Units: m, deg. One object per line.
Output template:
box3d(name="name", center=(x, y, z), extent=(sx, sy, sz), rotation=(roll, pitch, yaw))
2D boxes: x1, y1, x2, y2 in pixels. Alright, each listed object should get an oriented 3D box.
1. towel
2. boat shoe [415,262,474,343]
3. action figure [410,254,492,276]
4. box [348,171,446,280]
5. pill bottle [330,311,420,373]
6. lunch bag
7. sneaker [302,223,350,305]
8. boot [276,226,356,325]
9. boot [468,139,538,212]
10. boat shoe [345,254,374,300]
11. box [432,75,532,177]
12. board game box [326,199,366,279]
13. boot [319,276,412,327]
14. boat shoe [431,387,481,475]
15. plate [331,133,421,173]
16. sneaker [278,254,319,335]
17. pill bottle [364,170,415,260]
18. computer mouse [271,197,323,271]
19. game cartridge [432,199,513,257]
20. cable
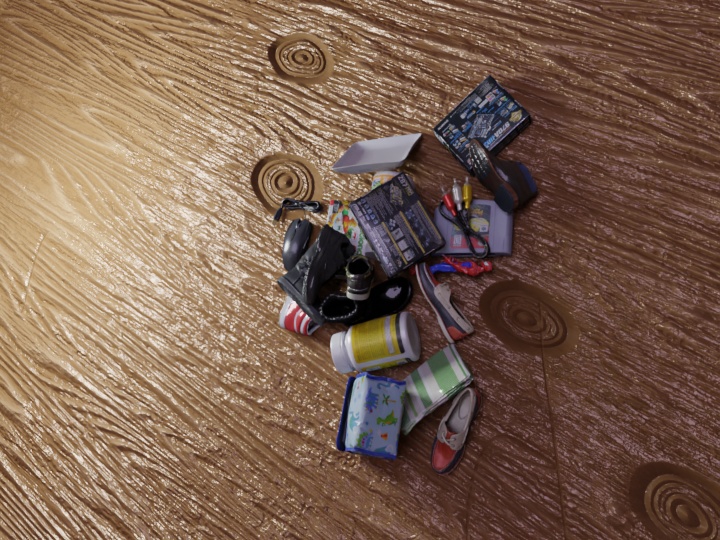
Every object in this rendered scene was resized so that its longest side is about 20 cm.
box3d(name="towel", center=(0.155, 0.263, 1.576), extent=(0.199, 0.023, 0.153), rotation=(-41, 26, 9))
box3d(name="boat shoe", center=(0.192, 0.067, 1.614), extent=(0.062, 0.071, 0.204), rotation=(-29, 84, 22))
box3d(name="action figure", center=(0.216, -0.011, 1.651), extent=(0.195, 0.065, 0.053), rotation=(4, 91, 25))
box3d(name="box", center=(0.085, -0.106, 1.639), extent=(0.159, 0.049, 0.203), rotation=(-31, 80, -5))
box3d(name="pill bottle", center=(0.035, 0.175, 1.645), extent=(0.195, 0.114, 0.118), rotation=(-15, 69, 18))
box3d(name="lunch bag", center=(0.018, 0.328, 1.572), extent=(0.124, 0.200, 0.175), rotation=(13, 75, -9))
box3d(name="sneaker", center=(-0.080, -0.009, 1.661), extent=(0.089, 0.076, 0.205), rotation=(21, 72, -6))
box3d(name="boot", center=(-0.084, 0.011, 1.724), extent=(0.165, 0.066, 0.200), rotation=(43, 72, 13))
box3d(name="boot", center=(0.336, -0.233, 1.654), extent=(0.095, 0.075, 0.203), rotation=(-18, 69, -26))
box3d(name="boat shoe", center=(0.000, 0.000, 1.642), extent=(0.069, 0.202, 0.062), rotation=(2, 113, 0))
box3d(name="box", center=(0.300, -0.359, 1.729), extent=(0.199, 0.046, 0.160), rotation=(-42, 63, 7))
box3d(name="board game box", center=(-0.033, -0.079, 1.796), extent=(0.123, 0.035, 0.206), rotation=(3, 75, 23))
box3d(name="boot", center=(0.016, 0.073, 1.658), extent=(0.208, 0.157, 0.081), rotation=(-31, 68, 12))
box3d(name="boat shoe", center=(0.207, 0.352, 1.537), extent=(0.070, 0.062, 0.204), rotation=(25, 87, 25))
box3d(name="plate", center=(0.046, -0.292, 1.771), extent=(0.194, 0.033, 0.201), rotation=(-4, 28, 22))
box3d(name="sneaker", center=(-0.128, 0.065, 1.773), extent=(0.110, 0.071, 0.205), rotation=(18, 90, 31))
box3d(name="pill bottle", center=(0.066, -0.131, 1.725), extent=(0.109, 0.112, 0.206), rotation=(6, 76, 24))
box3d(name="computer mouse", center=(-0.191, -0.104, 1.865), extent=(0.137, 0.046, 0.205), rotation=(14, 80, 25))
box3d(name="game cartridge", center=(0.267, -0.101, 1.673), extent=(0.194, 0.041, 0.137), rotation=(-1, 70, 23))
box3d(name="cable", center=(0.238, -0.117, 1.642), extent=(0.095, 0.050, 0.205), rotation=(-21, 66, 17))
